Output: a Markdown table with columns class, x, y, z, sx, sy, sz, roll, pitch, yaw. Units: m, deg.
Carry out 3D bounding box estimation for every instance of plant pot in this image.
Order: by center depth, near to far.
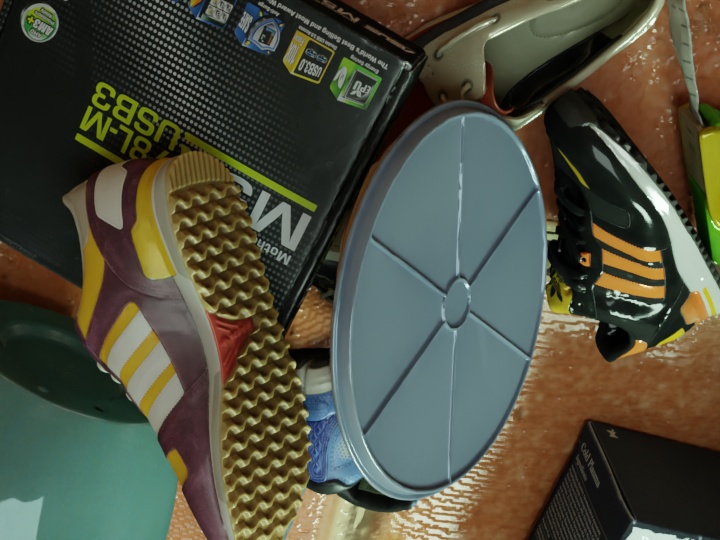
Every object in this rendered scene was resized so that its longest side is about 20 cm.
| class | x | y | z | sx | sy | sz | roll | pitch | yaw |
| --- | --- | --- | --- | --- | --- | --- | --- | --- | --- |
| plant pot | -0.189 | 0.114 | 0.843 | 0.199 | 0.201 | 0.162 | 22 | 104 | -21 |

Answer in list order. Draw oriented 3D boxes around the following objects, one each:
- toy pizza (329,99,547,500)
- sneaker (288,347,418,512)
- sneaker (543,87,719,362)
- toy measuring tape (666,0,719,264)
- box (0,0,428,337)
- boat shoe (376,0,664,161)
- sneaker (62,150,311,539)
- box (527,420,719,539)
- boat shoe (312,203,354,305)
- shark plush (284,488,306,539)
| class | x | y | z | sx | sy | sz | roll | pitch | yaw |
| --- | --- | --- | --- | --- | --- | --- | --- | --- | --- |
| toy pizza | 0.036 | 0.014 | 0.790 | 0.032 | 0.200 | 0.201 | 10 | 129 | 33 |
| sneaker | 0.010 | 0.085 | 0.868 | 0.078 | 0.200 | 0.090 | 0 | 90 | 26 |
| sneaker | 0.134 | -0.013 | 0.867 | 0.090 | 0.070 | 0.200 | -36 | 136 | 7 |
| toy measuring tape | 0.213 | -0.084 | 0.862 | 0.073 | 0.074 | 0.201 | -16 | 122 | 0 |
| box | -0.095 | -0.071 | 0.788 | 0.199 | 0.048 | 0.194 | 30 | 111 | 3 |
| boat shoe | 0.072 | -0.104 | 0.830 | 0.199 | 0.063 | 0.071 | -35 | 122 | 13 |
| sneaker | -0.087 | 0.045 | 0.765 | 0.090 | 0.075 | 0.202 | -7 | 96 | 34 |
| box | 0.207 | 0.218 | 1.018 | 0.198 | 0.104 | 0.183 | 14 | 116 | -18 |
| boat shoe | 0.000 | 0.000 | 0.872 | 0.198 | 0.072 | 0.068 | 12 | 119 | -16 |
| shark plush | -0.063 | 0.130 | 0.931 | 0.090 | 0.083 | 0.201 | 13 | 117 | -17 |
